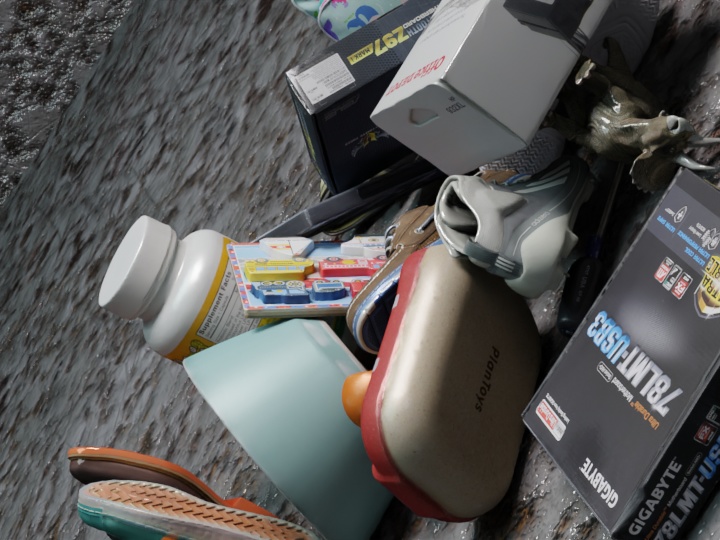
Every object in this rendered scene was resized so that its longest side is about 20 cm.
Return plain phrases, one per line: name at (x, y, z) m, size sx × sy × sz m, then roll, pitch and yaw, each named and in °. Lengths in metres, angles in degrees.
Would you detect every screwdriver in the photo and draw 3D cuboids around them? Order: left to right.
screwdriver at (0.170, -0.034, 1.553) m, size 0.029 × 0.028 × 0.201 m, roll -10°, pitch 46°, yaw 31°

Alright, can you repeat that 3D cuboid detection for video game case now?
video game case at (0.005, -0.061, 1.851) m, size 0.199 × 0.019 × 0.143 m, roll -26°, pitch -1°, yaw -30°

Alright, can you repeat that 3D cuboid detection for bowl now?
bowl at (-0.032, 0.112, 1.658) m, size 0.105 × 0.201 × 0.201 m, roll -40°, pitch 19°, yaw -1°

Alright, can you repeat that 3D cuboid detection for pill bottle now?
pill bottle at (-0.110, 0.035, 1.806) m, size 0.113 × 0.199 × 0.113 m, roll -53°, pitch 20°, yaw 29°

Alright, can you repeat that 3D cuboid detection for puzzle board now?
puzzle board at (0.000, 0.000, 1.711) m, size 0.151 × 0.199 × 0.018 m, roll -113°, pitch 23°, yaw -67°

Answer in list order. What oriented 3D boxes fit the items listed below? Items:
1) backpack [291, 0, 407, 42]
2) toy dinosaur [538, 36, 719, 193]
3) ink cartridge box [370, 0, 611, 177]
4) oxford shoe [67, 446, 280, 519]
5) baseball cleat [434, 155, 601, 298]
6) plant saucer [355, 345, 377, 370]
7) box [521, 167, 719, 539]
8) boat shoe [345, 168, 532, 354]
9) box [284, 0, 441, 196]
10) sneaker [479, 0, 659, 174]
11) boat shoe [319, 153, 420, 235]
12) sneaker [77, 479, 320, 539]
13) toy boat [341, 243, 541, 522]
backpack at (0.060, -0.247, 1.889) m, size 0.178 × 0.200 × 0.151 m, roll -45°, pitch 27°, yaw 26°
toy dinosaur at (0.181, -0.108, 1.536) m, size 0.077 × 0.102 × 0.200 m, roll -52°, pitch 11°, yaw 12°
ink cartridge box at (0.108, -0.177, 1.559) m, size 0.201 × 0.084 × 0.145 m, roll -59°, pitch 13°, yaw -17°
oxford shoe at (-0.155, 0.204, 1.790) m, size 0.071 × 0.199 × 0.073 m, roll -29°, pitch 37°, yaw 66°
baseball cleat at (0.110, -0.049, 1.541) m, size 0.070 × 0.106 × 0.200 m, roll -63°, pitch 2°, yaw 21°
plant saucer at (0.008, 0.066, 1.824) m, size 0.200 × 0.034 × 0.201 m, roll -50°, pitch 22°, yaw 28°
box at (0.191, 0.052, 1.334) m, size 0.199 × 0.050 × 0.200 m, roll -57°, pitch 18°, yaw 9°
boat shoe at (0.056, -0.008, 1.635) m, size 0.200 × 0.073 × 0.072 m, roll -35°, pitch 40°, yaw -28°
box at (0.043, -0.156, 1.772) m, size 0.199 × 0.051 × 0.158 m, roll -30°, pitch -22°, yaw -7°
sneaker at (0.154, -0.164, 1.706) m, size 0.200 × 0.075 × 0.114 m, roll -54°, pitch 19°, yaw 19°
boat shoe at (0.015, -0.090, 1.989) m, size 0.201 × 0.071 × 0.066 m, roll -43°, pitch 30°, yaw 56°
sneaker at (-0.135, 0.226, 1.726) m, size 0.071 × 0.199 × 0.080 m, roll -43°, pitch -32°, yaw -74°
toy boat at (0.042, 0.080, 1.529) m, size 0.130 × 0.130 × 0.201 m, roll -14°, pitch 45°, yaw 40°
